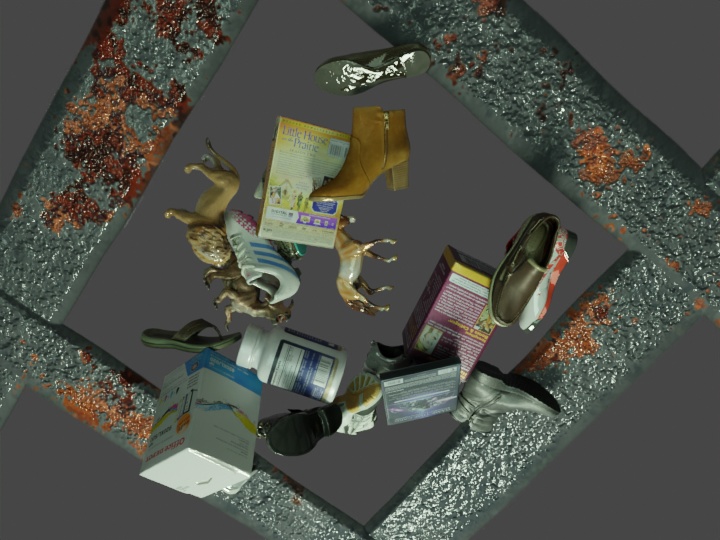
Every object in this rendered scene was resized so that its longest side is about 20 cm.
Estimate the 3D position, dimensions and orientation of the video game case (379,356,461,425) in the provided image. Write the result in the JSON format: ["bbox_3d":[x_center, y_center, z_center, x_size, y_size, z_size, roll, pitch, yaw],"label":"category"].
[{"bbox_3d":[0.111,0.225,0.987,0.140,0.019,0.201,-12,144,-1],"label":"video game case"}]

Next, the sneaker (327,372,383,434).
[{"bbox_3d":[0.006,0.267,1.068,0.087,0.077,0.200,25,139,-18],"label":"sneaker"}]

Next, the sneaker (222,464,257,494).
[{"bbox_3d":[-0.294,0.375,1.143,0.115,0.075,0.201,-37,113,9],"label":"sneaker"}]

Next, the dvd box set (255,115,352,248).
[{"bbox_3d":[-0.094,-0.147,0.930,0.144,0.029,0.204,6,103,-28],"label":"dvd box set"}]

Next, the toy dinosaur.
[{"bbox_3d":[-0.215,0.024,1.009,0.134,0.086,0.203,-24,85,-13],"label":"toy dinosaur"}]

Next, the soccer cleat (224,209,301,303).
[{"bbox_3d":[-0.192,-0.027,0.963,0.200,0.086,0.070,44,136,6],"label":"soccer cleat"}]

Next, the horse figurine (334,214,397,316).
[{"bbox_3d":[0.000,0.000,1.004,0.130,0.050,0.204,10,115,13],"label":"horse figurine"}]

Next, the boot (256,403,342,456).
[{"bbox_3d":[-0.146,0.302,1.019,0.172,0.198,0.071,-16,81,36],"label":"boot"}]

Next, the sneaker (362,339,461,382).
[{"bbox_3d":[0.104,0.185,1.049,0.196,0.075,0.083,8,115,1],"label":"sneaker"}]

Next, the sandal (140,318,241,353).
[{"bbox_3d":[-0.332,0.122,1.053,0.197,0.080,0.059,4,95,2],"label":"sandal"}]

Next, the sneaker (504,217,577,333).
[{"bbox_3d":[0.304,0.006,0.988,0.106,0.067,0.205,20,105,-3],"label":"sneaker"}]

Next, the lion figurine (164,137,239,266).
[{"bbox_3d":[-0.256,-0.118,0.938,0.121,0.072,0.203,22,92,7],"label":"lion figurine"}]

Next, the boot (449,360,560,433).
[{"bbox_3d":[0.286,0.274,1.086,0.197,0.070,0.134,24,112,6],"label":"boot"}]

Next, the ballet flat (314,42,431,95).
[{"bbox_3d":[0.019,-0.341,0.899,0.196,0.047,0.068,-9,139,11],"label":"ballet flat"}]

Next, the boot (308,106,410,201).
[{"bbox_3d":[-0.006,-0.198,0.910,0.198,0.071,0.147,-15,105,-22],"label":"boot"}]

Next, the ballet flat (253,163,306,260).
[{"bbox_3d":[-0.152,-0.112,0.974,0.074,0.068,0.204,-2,112,21],"label":"ballet flat"}]

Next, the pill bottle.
[{"bbox_3d":[-0.132,0.173,1.040,0.197,0.111,0.113,20,109,-4],"label":"pill bottle"}]

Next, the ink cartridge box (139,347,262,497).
[{"bbox_3d":[-0.288,0.285,1.003,0.146,0.202,0.144,-31,129,27],"label":"ink cartridge box"}]

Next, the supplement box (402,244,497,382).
[{"bbox_3d":[0.177,0.079,0.997,0.129,0.103,0.202,24,107,-8],"label":"supplement box"}]

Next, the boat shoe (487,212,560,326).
[{"bbox_3d":[0.272,-0.005,0.893,0.074,0.075,0.206,23,85,-7],"label":"boat shoe"}]
